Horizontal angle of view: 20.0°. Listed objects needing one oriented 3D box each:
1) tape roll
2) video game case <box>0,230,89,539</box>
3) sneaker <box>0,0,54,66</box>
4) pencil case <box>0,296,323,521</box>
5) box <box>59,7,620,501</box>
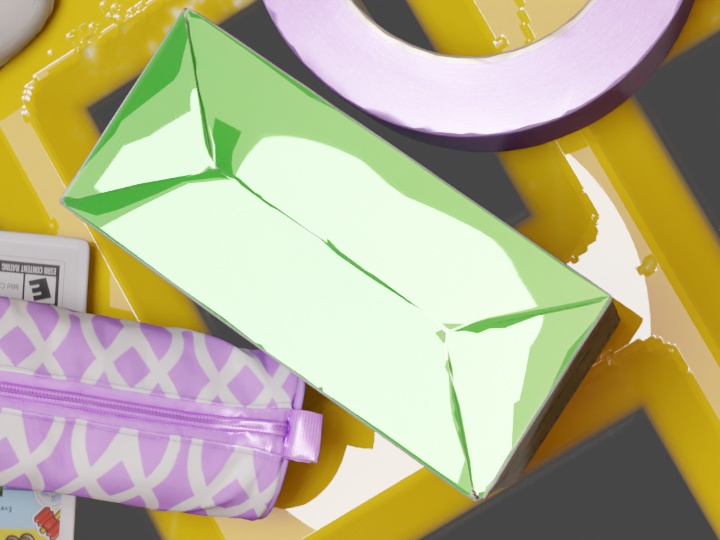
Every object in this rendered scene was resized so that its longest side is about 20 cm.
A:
[{"bbox_3d":[0.052,-0.155,0.895,0.198,0.066,0.202,-1,86,10],"label":"tape roll"},{"bbox_3d":[-0.221,0.068,0.896,0.198,0.023,0.184,5,82,-23],"label":"video game case"},{"bbox_3d":[-0.229,-0.107,0.906,0.198,0.080,0.077,-16,90,-18],"label":"sneaker"},{"bbox_3d":[-0.122,0.055,0.872,0.198,0.085,0.085,9,73,-17],"label":"pencil case"},{"bbox_3d":[0.000,0.000,0.840,0.199,0.176,0.097,35,92,10],"label":"box"}]
